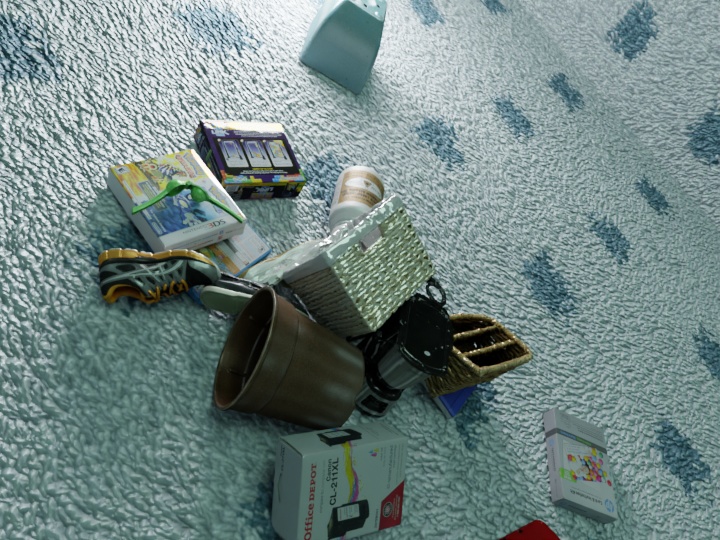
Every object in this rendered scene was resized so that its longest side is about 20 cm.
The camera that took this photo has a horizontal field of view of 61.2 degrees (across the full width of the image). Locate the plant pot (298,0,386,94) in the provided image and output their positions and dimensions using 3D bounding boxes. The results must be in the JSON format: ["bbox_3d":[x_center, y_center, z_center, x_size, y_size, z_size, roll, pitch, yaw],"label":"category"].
[{"bbox_3d":[-0.026,-0.648,1.637,0.192,0.200,0.200,25,46,-17],"label":"plant pot"}]

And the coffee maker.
[{"bbox_3d":[0.077,0.148,1.119,0.135,0.200,0.192,44,45,1],"label":"coffee maker"}]

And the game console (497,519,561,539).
[{"bbox_3d":[0.317,0.582,1.100,0.196,0.117,0.179,-5,92,-37],"label":"game console"}]

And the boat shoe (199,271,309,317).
[{"bbox_3d":[-0.180,0.048,1.074,0.193,0.075,0.067,12,48,-5],"label":"boat shoe"}]

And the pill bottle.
[{"bbox_3d":[-0.011,-0.119,1.315,0.112,0.115,0.204,25,47,-17],"label":"pill bottle"}]

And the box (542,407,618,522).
[{"bbox_3d":[0.472,0.419,1.316,0.153,0.041,0.204,25,48,-18],"label":"box"}]

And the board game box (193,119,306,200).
[{"bbox_3d":[-0.232,-0.233,1.284,0.196,0.057,0.168,-7,61,-38],"label":"board game box"}]

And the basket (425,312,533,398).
[{"bbox_3d":[0.221,0.148,1.208,0.196,0.148,0.146,-5,67,-40],"label":"basket"}]

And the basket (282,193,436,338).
[{"bbox_3d":[0.000,0.000,1.090,0.197,0.199,0.163,-39,98,-29],"label":"basket"}]

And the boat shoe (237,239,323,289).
[{"bbox_3d":[-0.141,0.003,1.167,0.197,0.071,0.071,-29,87,-30],"label":"boat shoe"}]

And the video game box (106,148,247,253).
[{"bbox_3d":[-0.335,-0.126,1.121,0.180,0.047,0.201,-24,67,-44],"label":"video game box"}]

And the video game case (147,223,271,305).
[{"bbox_3d":[-0.276,-0.041,1.137,0.143,0.018,0.200,47,44,2],"label":"video game case"}]

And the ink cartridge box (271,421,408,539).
[{"bbox_3d":[-0.030,0.330,0.944,0.195,0.082,0.151,1,97,-35],"label":"ink cartridge box"}]

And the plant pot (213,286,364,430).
[{"bbox_3d":[-0.108,0.159,0.995,0.195,0.200,0.205,26,46,-25],"label":"plant pot"}]

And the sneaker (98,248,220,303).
[{"bbox_3d":[-0.327,0.015,0.994,0.193,0.079,0.079,0,64,-5],"label":"sneaker"}]

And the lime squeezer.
[{"bbox_3d":[-0.303,-0.127,1.080,0.195,0.038,0.072,4,51,-29],"label":"lime squeezer"}]

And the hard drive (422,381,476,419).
[{"bbox_3d":[0.157,0.183,1.258,0.202,0.025,0.131,54,44,1],"label":"hard drive"}]

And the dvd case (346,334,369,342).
[{"bbox_3d":[0.022,0.057,1.273,0.196,0.025,0.153,-11,67,-40],"label":"dvd case"}]
